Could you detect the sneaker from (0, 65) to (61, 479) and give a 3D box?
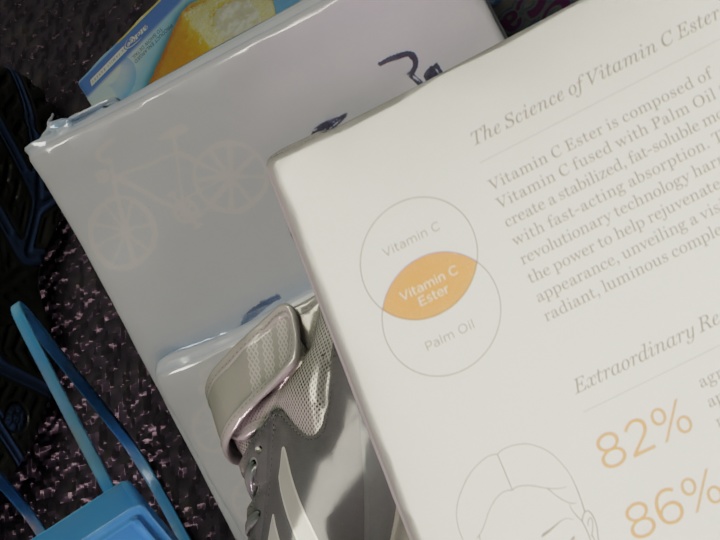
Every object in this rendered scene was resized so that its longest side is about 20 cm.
[{"bbox_3d":[-0.168,0.017,1.186,0.077,0.076,0.200,-18,49,37],"label":"sneaker"}]

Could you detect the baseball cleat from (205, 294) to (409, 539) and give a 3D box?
[{"bbox_3d":[-0.016,0.092,1.019,0.106,0.070,0.200,22,87,32],"label":"baseball cleat"}]

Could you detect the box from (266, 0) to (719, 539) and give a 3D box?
[{"bbox_3d":[0.090,0.032,0.832,0.152,0.106,0.200,-27,70,16],"label":"box"}]

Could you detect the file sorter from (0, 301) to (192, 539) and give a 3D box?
[{"bbox_3d":[-0.157,0.128,1.068,0.200,0.139,0.123,-33,51,-1],"label":"file sorter"}]

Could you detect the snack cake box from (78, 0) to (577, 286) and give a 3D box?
[{"bbox_3d":[0.004,-0.090,1.111,0.200,0.067,0.115,-44,54,13],"label":"snack cake box"}]

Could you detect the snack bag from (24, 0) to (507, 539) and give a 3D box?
[{"bbox_3d":[0.000,0.000,1.048,0.188,0.021,0.200,-26,93,22],"label":"snack bag"}]
